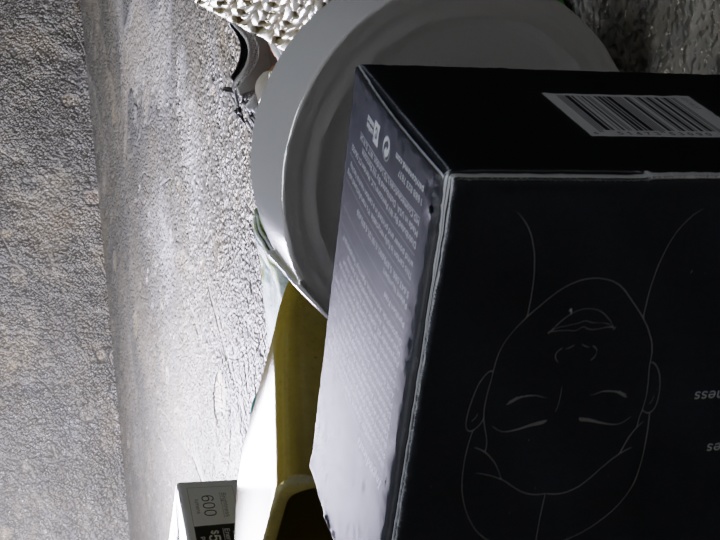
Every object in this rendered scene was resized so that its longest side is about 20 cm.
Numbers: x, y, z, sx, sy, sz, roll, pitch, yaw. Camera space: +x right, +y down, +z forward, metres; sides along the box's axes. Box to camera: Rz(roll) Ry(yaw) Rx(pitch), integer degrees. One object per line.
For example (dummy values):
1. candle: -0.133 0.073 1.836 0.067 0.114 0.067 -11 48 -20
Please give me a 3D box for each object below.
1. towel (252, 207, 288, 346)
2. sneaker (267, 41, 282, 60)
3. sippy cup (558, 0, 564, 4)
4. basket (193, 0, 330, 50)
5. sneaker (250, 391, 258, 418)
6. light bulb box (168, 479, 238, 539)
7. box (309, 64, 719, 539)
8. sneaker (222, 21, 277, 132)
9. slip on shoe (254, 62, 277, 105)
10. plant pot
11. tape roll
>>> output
1. towel: -0.063 0.047 1.195 0.171 0.047 0.203 -120 20 -66
2. sneaker: -0.032 -0.187 1.118 0.092 0.075 0.204 -10 90 64
3. sippy cup: 0.044 -0.111 0.759 0.141 0.128 0.179 110 150 -44
4. basket: -0.045 -0.268 0.986 0.200 0.122 0.138 159 130 -71
5. sneaker: -0.035 0.139 1.058 0.084 0.119 0.202 -112 26 -46
6. light bulb box: -0.035 0.267 0.945 0.199 0.197 0.126 -113 29 -48
7. box: 0.093 0.029 0.519 0.124 0.197 0.200 -121 35 -59
8. sneaker: -0.107 -0.175 1.313 0.075 0.081 0.204 -175 84 -72
9. slip on shoe: -0.029 -0.143 0.986 0.061 0.075 0.200 68 156 4
10. plant pot: 0.018 0.100 0.798 0.197 0.191 0.202 108 159 -46
11. tape roll: 0.043 -0.054 0.665 0.071 0.199 0.206 -139 49 -65
